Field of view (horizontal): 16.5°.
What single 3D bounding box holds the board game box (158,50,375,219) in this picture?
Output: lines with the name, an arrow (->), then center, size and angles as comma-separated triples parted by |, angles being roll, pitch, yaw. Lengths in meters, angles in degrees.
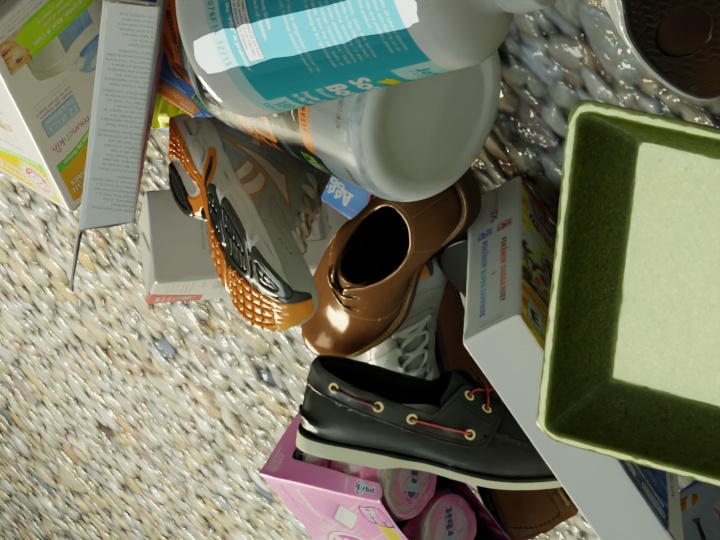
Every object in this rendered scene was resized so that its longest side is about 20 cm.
board game box -> -0.054, -0.121, 1.655 | 0.200, 0.019, 0.103 | 34, 122, 29

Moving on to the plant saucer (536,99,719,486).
plant saucer -> 0.201, 0.016, 1.310 | 0.200, 0.048, 0.200 | 14, 116, 22

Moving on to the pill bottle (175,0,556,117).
pill bottle -> 0.007, -0.155, 1.350 | 0.200, 0.111, 0.111 | -11, 126, 30

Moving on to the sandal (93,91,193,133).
sandal -> -0.090, -0.113, 1.757 | 0.200, 0.080, 0.087 | 24, -176, 33

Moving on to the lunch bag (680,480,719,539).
lunch bag -> 0.203, 0.237, 1.690 | 0.124, 0.170, 0.200 | 50, 158, 2

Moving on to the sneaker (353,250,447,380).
sneaker -> 0.031, 0.058, 1.690 | 0.200, 0.076, 0.092 | 109, 139, -62

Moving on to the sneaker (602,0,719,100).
sneaker -> 0.137, -0.174, 1.231 | 0.200, 0.073, 0.085 | 53, -170, -34

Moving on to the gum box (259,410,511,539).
gum box -> 0.027, 0.176, 1.729 | 0.113, 0.066, 0.200 | 9, 147, 42

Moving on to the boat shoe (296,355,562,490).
boat shoe -> 0.061, 0.098, 1.604 | 0.201, 0.063, 0.074 | 10, -164, 0

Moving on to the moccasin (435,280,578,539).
moccasin -> 0.097, 0.092, 1.757 | 0.074, 0.078, 0.202 | 162, 84, -84

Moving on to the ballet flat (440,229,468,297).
ballet flat -> 0.114, 0.036, 1.668 | 0.067, 0.046, 0.200 | -21, 124, 25

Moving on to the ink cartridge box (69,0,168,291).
ink cartridge box -> -0.154, -0.112, 1.626 | 0.196, 0.043, 0.200 | -94, 11, -66

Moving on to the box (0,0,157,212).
box -> -0.247, -0.160, 1.890 | 0.101, 0.112, 0.200 | 29, 154, 35

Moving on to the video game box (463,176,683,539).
video game box -> 0.132, 0.065, 1.535 | 0.200, 0.047, 0.182 | 55, -163, -23

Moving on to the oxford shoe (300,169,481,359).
oxford shoe -> 0.000, 0.000, 1.570 | 0.071, 0.071, 0.200 | 47, 139, 11

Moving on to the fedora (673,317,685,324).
fedora -> 0.183, 0.027, 1.430 | 0.201, 0.092, 0.201 | 37, 154, 21

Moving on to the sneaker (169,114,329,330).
sneaker -> -0.053, -0.042, 1.560 | 0.200, 0.092, 0.076 | -120, 24, -46

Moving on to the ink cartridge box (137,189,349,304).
ink cartridge box -> -0.050, -0.024, 1.719 | 0.116, 0.200, 0.068 | 136, 129, -79

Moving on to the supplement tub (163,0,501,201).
supplement tub -> -0.022, -0.127, 1.509 | 0.200, 0.123, 0.123 | 27, 152, 41
